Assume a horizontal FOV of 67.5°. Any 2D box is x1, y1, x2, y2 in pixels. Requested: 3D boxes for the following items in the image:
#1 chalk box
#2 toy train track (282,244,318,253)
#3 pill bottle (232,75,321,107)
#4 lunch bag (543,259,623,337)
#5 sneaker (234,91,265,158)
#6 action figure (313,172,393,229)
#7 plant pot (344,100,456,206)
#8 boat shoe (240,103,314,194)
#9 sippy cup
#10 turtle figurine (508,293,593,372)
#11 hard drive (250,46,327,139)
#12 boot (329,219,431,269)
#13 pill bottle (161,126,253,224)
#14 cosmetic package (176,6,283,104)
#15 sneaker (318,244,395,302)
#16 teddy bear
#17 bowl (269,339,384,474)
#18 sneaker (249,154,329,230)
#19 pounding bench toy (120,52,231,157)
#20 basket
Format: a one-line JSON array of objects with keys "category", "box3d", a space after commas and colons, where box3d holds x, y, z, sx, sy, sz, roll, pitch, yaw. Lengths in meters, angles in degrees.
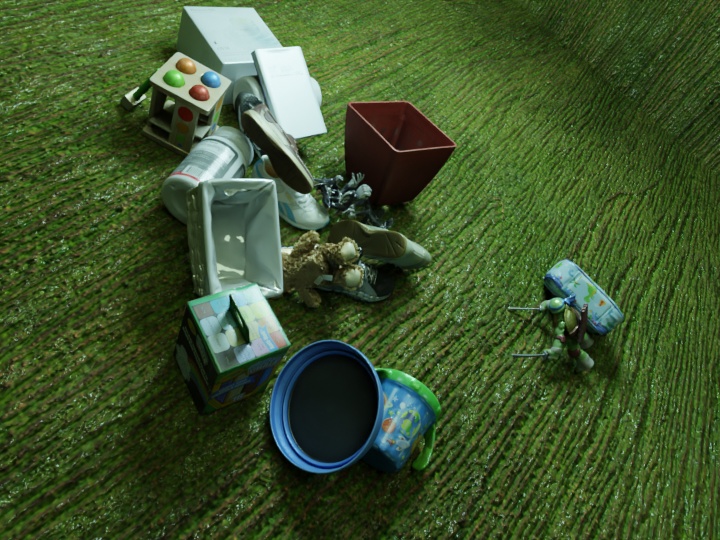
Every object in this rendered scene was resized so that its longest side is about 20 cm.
[{"category": "chalk box", "box3d": [-0.197, 0.110, 0.831, 0.122, 0.201, 0.126, -16, 64, -37]}, {"category": "toy train track", "box3d": [-0.164, -0.041, 1.083, 0.197, 0.033, 0.116, -4, 59, -33]}, {"category": "pill bottle", "box3d": [-0.195, -0.410, 1.292, 0.198, 0.115, 0.115, -21, 68, -39]}, {"category": "lunch bag", "box3d": [0.547, 0.069, 1.335, 0.200, 0.082, 0.161, 48, 8, 8]}, {"category": "sneaker", "box3d": [-0.239, -0.313, 1.160, 0.080, 0.201, 0.074, 38, 75, 16]}, {"category": "action figure", "box3d": [-0.019, -0.162, 1.180, 0.198, 0.102, 0.120, 31, 24, -32]}, {"category": "plant pot", "box3d": [0.071, -0.268, 1.278, 0.197, 0.178, 0.201, -14, 51, -37]}, {"category": "boat shoe", "box3d": [-0.153, -0.249, 1.091, 0.201, 0.072, 0.072, 49, 55, -7]}, {"category": "sippy cup", "box3d": [0.051, 0.262, 0.916, 0.176, 0.141, 0.131, 29, 57, 10]}, {"category": "turtle figurine", "box3d": [0.453, 0.149, 1.265, 0.194, 0.200, 0.145, 43, 12, -24]}, {"category": "hard drive", "box3d": [-0.160, -0.401, 1.228, 0.131, 0.025, 0.204, -23, 98, -40]}, {"category": "boot", "box3d": [0.043, -0.052, 1.174, 0.197, 0.074, 0.154, 13, -2, 33]}, {"category": "pill bottle", "box3d": [-0.295, -0.191, 1.066, 0.112, 0.114, 0.202, 28, 46, -7]}, {"category": "cosmetic package", "box3d": [-0.308, -0.527, 1.312, 0.197, 0.124, 0.201, -22, 67, -39]}, {"category": "sneaker", "box3d": [0.000, 0.000, 1.088, 0.196, 0.116, 0.076, 8, 52, -24]}, {"category": "teddy bear", "box3d": [-0.090, -0.005, 1.024, 0.146, 0.197, 0.067, 59, 18, -24]}, {"category": "bowl", "box3d": [-0.053, 0.216, 0.859, 0.039, 0.198, 0.204, 39, 26, -58]}, {"category": "sneaker", "box3d": [-0.148, -0.163, 1.153, 0.198, 0.081, 0.077, 34, 44, -4]}, {"category": "pounding bench toy", "box3d": [-0.391, -0.361, 1.112, 0.197, 0.157, 0.126, 26, 47, -9]}, {"category": "basket", "box3d": [-0.223, -0.053, 0.939, 0.133, 0.122, 0.205, -7, 97, -33]}]
